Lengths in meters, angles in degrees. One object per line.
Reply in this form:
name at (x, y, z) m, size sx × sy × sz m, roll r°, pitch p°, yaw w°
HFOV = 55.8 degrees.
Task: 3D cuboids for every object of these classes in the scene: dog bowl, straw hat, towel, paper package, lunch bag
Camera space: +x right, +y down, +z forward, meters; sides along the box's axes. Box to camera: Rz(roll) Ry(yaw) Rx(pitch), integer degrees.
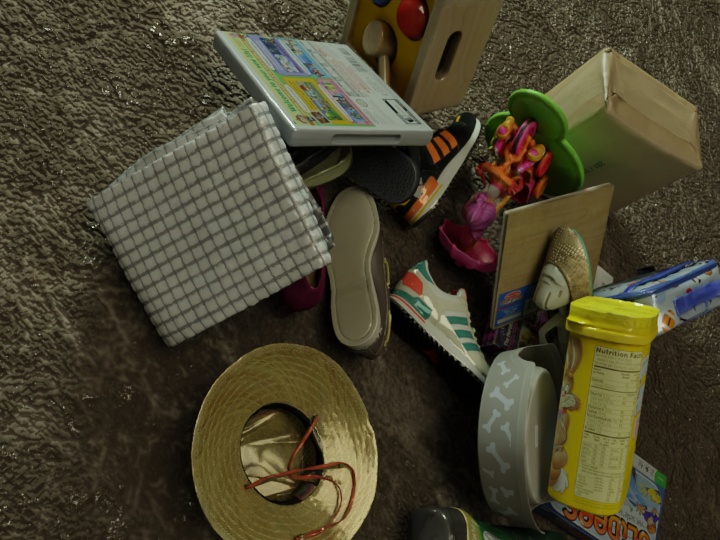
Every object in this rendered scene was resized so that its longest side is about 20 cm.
dog bowl at (0.186, 0.183, 0.765) m, size 0.198 × 0.057 × 0.207 m, roll 7°, pitch 82°, yaw -61°
straw hat at (-0.083, 0.177, 0.658) m, size 0.196 × 0.084 × 0.208 m, roll 7°, pitch 76°, yaw -30°
towel at (-0.134, -0.045, 0.645) m, size 0.196 × 0.086 × 0.169 m, roll -28°, pitch 94°, yaw 12°
paper package at (0.334, -0.177, 0.943) m, size 0.186 × 0.199 × 0.106 m, roll 23°, pitch 63°, yaw -21°
lunch bag at (0.372, 0.041, 0.878) m, size 0.196 × 0.159 × 0.078 m, roll -17°, pitch 85°, yaw -34°

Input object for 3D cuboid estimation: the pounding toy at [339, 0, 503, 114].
pounding toy at (0.056, -0.276, 0.826) m, size 0.139 × 0.203 × 0.185 m, roll -19°, pitch 57°, yaw -33°

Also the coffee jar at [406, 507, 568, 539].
coffee jar at (0.138, 0.323, 0.738) m, size 0.196 × 0.085 × 0.107 m, roll 22°, pitch 59°, yaw -23°

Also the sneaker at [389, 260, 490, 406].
sneaker at (0.117, 0.074, 0.814) m, size 0.199 × 0.070 × 0.094 m, roll 43°, pitch 64°, yaw -8°

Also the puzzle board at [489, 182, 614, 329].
puzzle board at (0.240, -0.021, 0.858) m, size 0.196 × 0.017 × 0.155 m, roll -16°, pitch 122°, yaw -32°

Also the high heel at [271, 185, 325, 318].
high heel at (-0.055, -0.053, 0.740) m, size 0.066 × 0.096 × 0.207 m, roll 10°, pitch 70°, yaw -25°

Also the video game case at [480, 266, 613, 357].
video game case at (0.259, 0.053, 0.923) m, size 0.178 × 0.036 × 0.204 m, roll 30°, pitch 62°, yaw -19°

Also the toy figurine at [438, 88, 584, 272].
toy figurine at (0.172, -0.090, 0.844) m, size 0.148 × 0.201 × 0.186 m, roll 32°, pitch 75°, yaw 20°

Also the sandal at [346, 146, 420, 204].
sandal at (-0.012, -0.151, 0.805) m, size 0.200 × 0.076 × 0.043 m, roll 45°, pitch 18°, yaw 9°

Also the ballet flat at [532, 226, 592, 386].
ballet flat at (0.244, 0.052, 0.825) m, size 0.064 × 0.070 × 0.206 m, roll -18°, pitch 106°, yaw -21°

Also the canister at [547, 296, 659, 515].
canister at (0.262, 0.140, 0.736) m, size 0.147 × 0.084 × 0.207 m, roll -4°, pitch 102°, yaw -61°

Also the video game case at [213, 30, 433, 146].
video game case at (-0.042, -0.196, 0.733) m, size 0.178 × 0.022 × 0.201 m, roll -7°, pitch 46°, yaw -36°

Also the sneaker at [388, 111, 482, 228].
sneaker at (0.087, -0.153, 0.872) m, size 0.089 × 0.070 × 0.202 m, roll 36°, pitch 58°, yaw -7°

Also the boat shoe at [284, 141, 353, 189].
boat shoe at (-0.098, -0.110, 0.721) m, size 0.197 × 0.067 × 0.072 m, roll -26°, pitch 53°, yaw -16°

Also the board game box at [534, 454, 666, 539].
board game box at (0.308, 0.284, 0.879) m, size 0.198 × 0.034 × 0.138 m, roll 34°, pitch 60°, yaw -16°

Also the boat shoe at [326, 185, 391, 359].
boat shoe at (0.000, 0.000, 0.777) m, size 0.060 × 0.070 × 0.205 m, roll 50°, pitch 30°, yaw -56°
